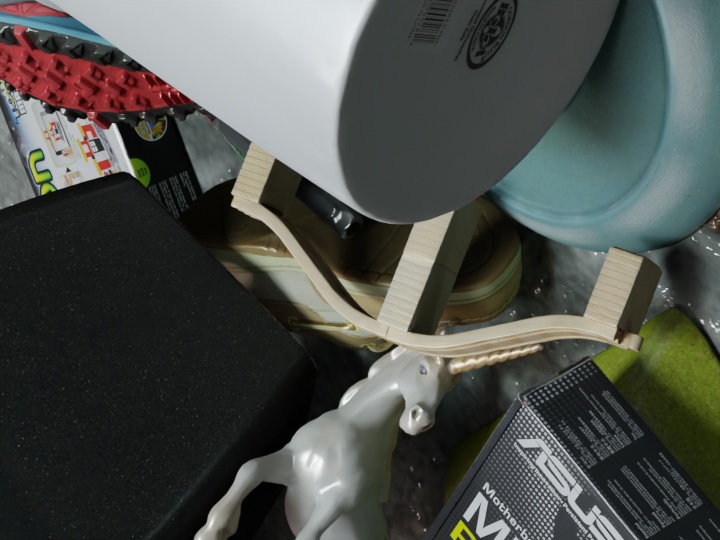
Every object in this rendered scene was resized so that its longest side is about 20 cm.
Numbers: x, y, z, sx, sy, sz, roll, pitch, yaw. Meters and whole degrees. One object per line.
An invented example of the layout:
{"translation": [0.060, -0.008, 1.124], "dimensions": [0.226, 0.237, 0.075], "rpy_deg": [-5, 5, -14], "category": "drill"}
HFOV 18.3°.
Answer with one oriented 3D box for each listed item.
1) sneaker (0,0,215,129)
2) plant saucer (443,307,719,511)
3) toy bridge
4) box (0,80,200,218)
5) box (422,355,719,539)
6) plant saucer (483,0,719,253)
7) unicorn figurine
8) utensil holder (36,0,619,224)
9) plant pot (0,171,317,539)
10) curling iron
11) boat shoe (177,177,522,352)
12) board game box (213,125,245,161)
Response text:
{"translation": [-0.085, -0.119, 1.003], "dimensions": [0.199, 0.096, 0.079], "rpy_deg": [4, 152, 17], "category": "sneaker"}
{"translation": [0.121, 0.143, 0.975], "dimensions": [0.201, 0.048, 0.200], "rpy_deg": [59, 145, 6], "category": "plant saucer"}
{"translation": [0.029, 0.000, 0.935], "dimensions": [0.199, 0.027, 0.067], "rpy_deg": [20, 86, 29], "category": "toy bridge"}
{"translation": [-0.134, -0.048, 1.192], "dimensions": [0.110, 0.035, 0.201], "rpy_deg": [-9, 104, 54], "category": "box"}
{"translation": [0.112, 0.159, 0.916], "dimensions": [0.200, 0.044, 0.160], "rpy_deg": [51, 144, 18], "category": "box"}
{"translation": [0.074, -0.096, 0.904], "dimensions": [0.200, 0.027, 0.201], "rpy_deg": [31, 134, 39], "category": "plant saucer"}
{"translation": [-0.010, 0.105, 0.986], "dimensions": [0.074, 0.137, 0.200], "rpy_deg": [37, 148, 12], "category": "unicorn figurine"}
{"translation": [-0.021, -0.133, 0.841], "dimensions": [0.200, 0.170, 0.171], "rpy_deg": [36, 136, 29], "category": "utensil holder"}
{"translation": [-0.130, 0.077, 1.042], "dimensions": [0.200, 0.177, 0.200], "rpy_deg": [45, 159, 15], "category": "plant pot"}
{"translation": [-0.062, -0.084, 1.030], "dimensions": [0.200, 0.025, 0.050], "rpy_deg": [52, 141, 28], "category": "curling iron"}
{"translation": [0.000, 0.000, 1.030], "dimensions": [0.199, 0.074, 0.067], "rpy_deg": [11, 138, 44], "category": "boat shoe"}
{"translation": [-0.090, -0.149, 1.084], "dimensions": [0.200, 0.023, 0.105], "rpy_deg": [49, 140, 21], "category": "board game box"}
